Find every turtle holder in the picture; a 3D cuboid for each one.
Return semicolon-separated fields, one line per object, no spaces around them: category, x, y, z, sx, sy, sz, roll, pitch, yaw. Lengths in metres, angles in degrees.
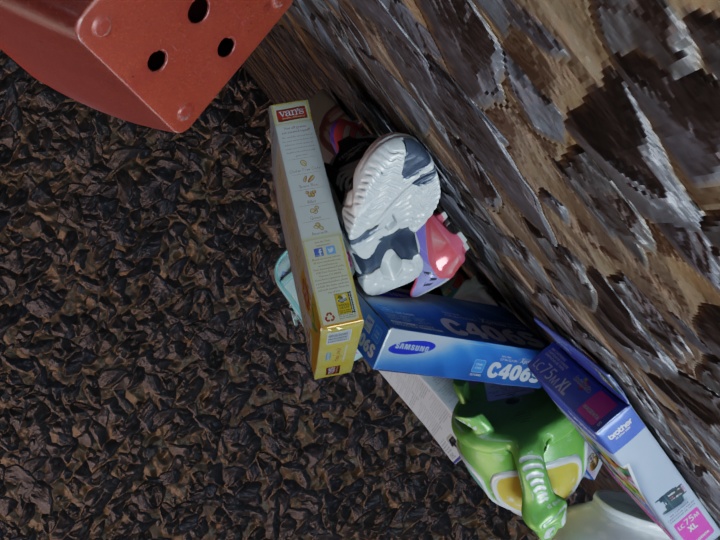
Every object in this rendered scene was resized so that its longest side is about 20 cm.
turtle holder;0.175;0.179;0.825;0.185;0.140;0.133;19;127;63

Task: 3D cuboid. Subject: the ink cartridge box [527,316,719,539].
ink cartridge box;0.208;0.135;0.672;0.200;0.042;0.119;52;180;-25

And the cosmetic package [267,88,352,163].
cosmetic package;-0.002;-0.089;0.900;0.200;0.087;0.103;50;-178;20

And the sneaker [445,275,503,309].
sneaker;0.126;0.069;0.946;0.078;0.079;0.200;60;-178;31

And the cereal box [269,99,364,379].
cereal box;-0.041;-0.023;0.699;0.144;0.039;0.202;102;156;-68

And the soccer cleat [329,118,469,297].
soccer cleat;0.022;-0.066;0.789;0.200;0.076;0.067;50;179;18

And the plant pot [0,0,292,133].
plant pot;-0.163;-0.214;0.552;0.176;0.200;0.200;37;175;23

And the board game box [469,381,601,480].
board game box;0.222;0.211;1.169;0.199;0.041;0.200;10;148;46

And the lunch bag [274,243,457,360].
lunch bag;0.000;0.000;0.970;0.161;0.199;0.077;53;180;20

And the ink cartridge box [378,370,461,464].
ink cartridge box;0.093;0.167;1.129;0.200;0.040;0.200;51;167;14

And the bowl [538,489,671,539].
bowl;0.264;0.274;0.793;0.199;0.091;0.201;12;-179;0

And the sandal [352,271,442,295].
sandal;0.033;0.028;0.859;0.045;0.076;0.200;26;174;33

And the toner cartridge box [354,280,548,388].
toner cartridge box;0.081;0.061;0.774;0.199;0.043;0.095;10;-160;-32

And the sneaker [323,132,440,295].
sneaker;0.006;-0.078;0.679;0.200;0.079;0.130;75;171;-64

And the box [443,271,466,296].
box;0.113;0.054;1.128;0.100;0.095;0.200;49;-179;5
